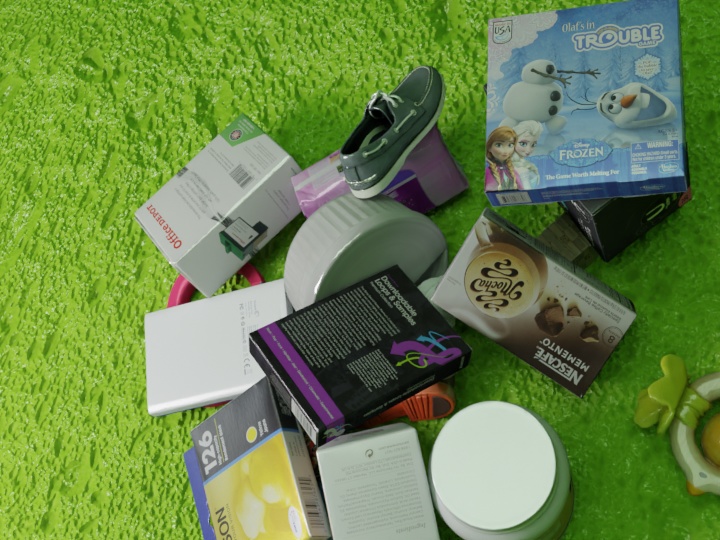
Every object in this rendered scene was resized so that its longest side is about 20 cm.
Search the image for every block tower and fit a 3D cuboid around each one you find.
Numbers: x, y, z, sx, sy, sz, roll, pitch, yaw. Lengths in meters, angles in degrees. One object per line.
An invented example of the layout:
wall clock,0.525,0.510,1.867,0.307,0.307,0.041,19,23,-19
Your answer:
block tower,0.268,-0.051,1.255,0.199,0.054,0.058,-40,64,1

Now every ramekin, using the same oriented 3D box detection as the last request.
ramekin,0.000,0.000,1.257,0.202,0.202,0.094,-45,50,-1

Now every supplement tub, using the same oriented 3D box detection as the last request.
supplement tub,0.148,0.220,1.111,0.143,0.200,0.148,-4,69,11

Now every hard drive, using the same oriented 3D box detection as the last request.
hard drive,-0.175,0.097,1.330,0.197,0.025,0.134,-14,67,17

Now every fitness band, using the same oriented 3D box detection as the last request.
fitness band,-0.185,0.076,1.377,0.141,0.037,0.203,-6,68,20

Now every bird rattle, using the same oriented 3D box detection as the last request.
bird rattle,0.395,0.154,1.135,0.197,0.113,0.166,-10,79,1

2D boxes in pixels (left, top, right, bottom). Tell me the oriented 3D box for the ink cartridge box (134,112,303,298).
ink cartridge box,-0.174,-0.085,1.375,0.200,0.084,0.146,-43,44,-3

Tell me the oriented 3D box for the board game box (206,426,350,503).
board game box,-0.099,0.232,1.260,0.105,0.023,0.202,41,107,31

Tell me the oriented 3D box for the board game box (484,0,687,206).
board game box,0.227,-0.172,1.090,0.197,0.043,0.202,-4,70,20

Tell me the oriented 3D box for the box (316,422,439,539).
box,0.023,0.271,1.122,0.105,0.152,0.203,-11,84,-3

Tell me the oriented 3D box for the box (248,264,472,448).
box,0.000,0.085,1.140,0.198,0.036,0.143,-25,55,-23

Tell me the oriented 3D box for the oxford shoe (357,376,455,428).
oxford shoe,0.017,0.139,1.275,0.197,0.072,0.074,-4,50,13

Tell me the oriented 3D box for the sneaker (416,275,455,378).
sneaker,0.080,0.083,1.224,0.099,0.079,0.200,27,48,26

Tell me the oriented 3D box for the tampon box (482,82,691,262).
tampon box,0.253,-0.142,1.179,0.126,0.150,0.201,-37,64,4

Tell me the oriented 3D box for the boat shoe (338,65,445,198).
boat shoe,0.037,-0.175,1.233,0.072,0.062,0.201,5,53,42

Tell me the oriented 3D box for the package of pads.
package of pads,0.026,-0.107,1.319,0.198,0.121,0.076,-30,40,7

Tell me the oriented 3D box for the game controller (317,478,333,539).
game controller,-0.037,0.297,1.240,0.103,0.042,0.203,-1,70,19

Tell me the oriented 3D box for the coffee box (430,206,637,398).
coffee box,0.191,0.034,1.182,0.199,0.080,0.114,33,103,3

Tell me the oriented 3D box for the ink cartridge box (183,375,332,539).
ink cartridge box,-0.136,0.254,1.233,0.199,0.047,0.200,-37,58,27
